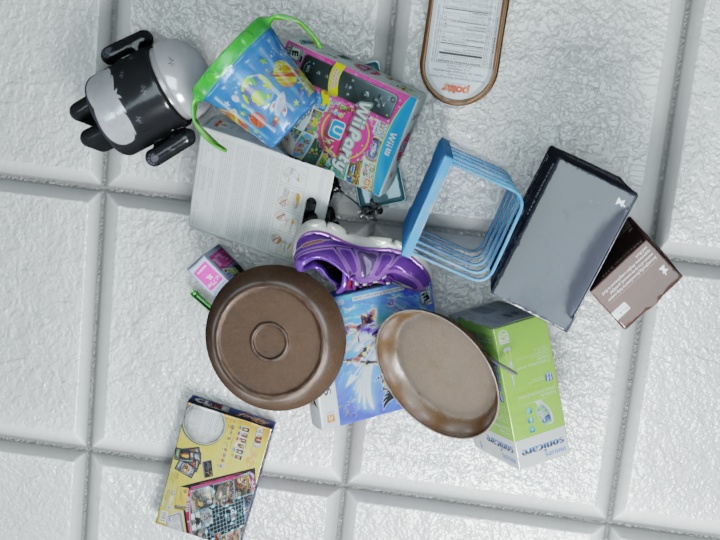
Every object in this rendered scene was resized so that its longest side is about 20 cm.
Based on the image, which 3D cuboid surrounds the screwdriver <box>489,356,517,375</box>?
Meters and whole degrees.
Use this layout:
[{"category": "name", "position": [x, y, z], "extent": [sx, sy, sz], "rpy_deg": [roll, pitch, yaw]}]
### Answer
[{"category": "screwdriver", "position": [0.143, 0.100, 1.587], "extent": [0.029, 0.200, 0.028], "rpy_deg": [39, 84, -34]}]

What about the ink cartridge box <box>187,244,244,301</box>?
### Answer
[{"category": "ink cartridge box", "position": [-0.153, 0.051, 1.676], "extent": [0.042, 0.119, 0.200], "rpy_deg": [-42, 94, 9]}]

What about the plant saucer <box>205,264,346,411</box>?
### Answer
[{"category": "plant saucer", "position": [-0.119, 0.094, 1.592], "extent": [0.198, 0.034, 0.203], "rpy_deg": [1, 98, 10]}]

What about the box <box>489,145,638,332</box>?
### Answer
[{"category": "box", "position": [0.264, -0.049, 1.573], "extent": [0.117, 0.200, 0.198], "rpy_deg": [26, 102, 0]}]

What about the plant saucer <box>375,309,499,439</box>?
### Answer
[{"category": "plant saucer", "position": [0.108, 0.134, 1.588], "extent": [0.199, 0.032, 0.202], "rpy_deg": [23, 131, 28]}]

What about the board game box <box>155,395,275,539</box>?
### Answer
[{"category": "board game box", "position": [-0.218, 0.304, 1.775], "extent": [0.134, 0.035, 0.202], "rpy_deg": [18, 102, 2]}]

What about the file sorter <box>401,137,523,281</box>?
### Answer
[{"category": "file sorter", "position": [0.135, -0.080, 1.583], "extent": [0.122, 0.200, 0.140], "rpy_deg": [24, 103, -3]}]

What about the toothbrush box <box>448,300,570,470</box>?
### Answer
[{"category": "toothbrush box", "position": [0.205, 0.155, 1.638], "extent": [0.085, 0.145, 0.202], "rpy_deg": [-14, 99, -18]}]

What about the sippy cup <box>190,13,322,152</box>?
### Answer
[{"category": "sippy cup", "position": [-0.130, -0.239, 1.553], "extent": [0.130, 0.140, 0.178], "rpy_deg": [43, 129, -7]}]

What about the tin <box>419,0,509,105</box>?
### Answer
[{"category": "tin", "position": [0.141, -0.326, 1.616], "extent": [0.111, 0.042, 0.202], "rpy_deg": [9, 102, 8]}]

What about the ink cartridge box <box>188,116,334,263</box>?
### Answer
[{"category": "ink cartridge box", "position": [-0.135, -0.108, 1.645], "extent": [0.198, 0.050, 0.163], "rpy_deg": [18, 121, 8]}]

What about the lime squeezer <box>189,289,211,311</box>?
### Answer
[{"category": "lime squeezer", "position": [-0.169, 0.098, 1.701], "extent": [0.038, 0.071, 0.200], "rpy_deg": [-39, 56, -6]}]

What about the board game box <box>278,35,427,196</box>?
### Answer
[{"category": "board game box", "position": [-0.028, -0.213, 1.624], "extent": [0.199, 0.064, 0.149], "rpy_deg": [25, 108, 8]}]

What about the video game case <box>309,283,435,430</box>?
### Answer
[{"category": "video game case", "position": [0.017, 0.112, 1.664], "extent": [0.198, 0.045, 0.183], "rpy_deg": [-12, 102, -21]}]

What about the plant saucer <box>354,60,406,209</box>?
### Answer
[{"category": "plant saucer", "position": [0.013, -0.190, 1.665], "extent": [0.069, 0.019, 0.202], "rpy_deg": [-11, 101, 8]}]

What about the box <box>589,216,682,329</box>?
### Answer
[{"category": "box", "position": [0.356, 0.000, 1.572], "extent": [0.075, 0.200, 0.100], "rpy_deg": [45, 102, -5]}]

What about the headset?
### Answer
[{"category": "headset", "position": [-0.066, -0.090, 1.650], "extent": [0.198, 0.094, 0.125], "rpy_deg": [5, 106, 18]}]

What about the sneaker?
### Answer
[{"category": "sneaker", "position": [0.000, 0.000, 1.600], "extent": [0.198, 0.081, 0.084], "rpy_deg": [14, 61, -11]}]

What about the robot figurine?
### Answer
[{"category": "robot figurine", "position": [-0.298, -0.237, 1.636], "extent": [0.199, 0.125, 0.151], "rpy_deg": [-26, 121, 10]}]
